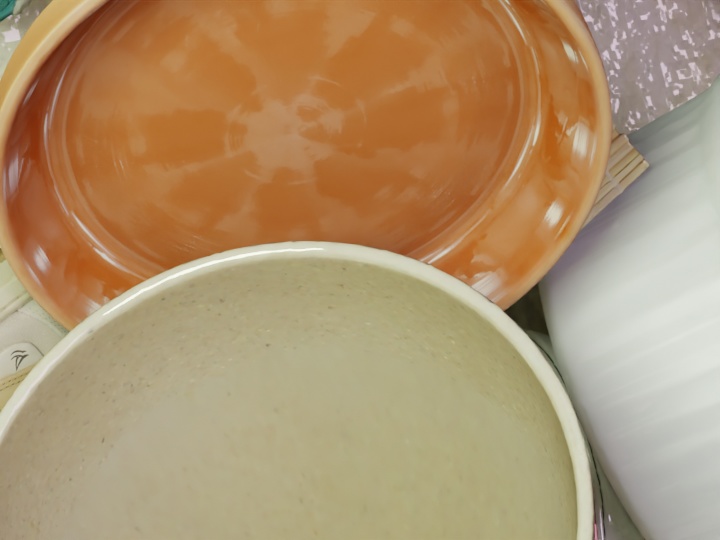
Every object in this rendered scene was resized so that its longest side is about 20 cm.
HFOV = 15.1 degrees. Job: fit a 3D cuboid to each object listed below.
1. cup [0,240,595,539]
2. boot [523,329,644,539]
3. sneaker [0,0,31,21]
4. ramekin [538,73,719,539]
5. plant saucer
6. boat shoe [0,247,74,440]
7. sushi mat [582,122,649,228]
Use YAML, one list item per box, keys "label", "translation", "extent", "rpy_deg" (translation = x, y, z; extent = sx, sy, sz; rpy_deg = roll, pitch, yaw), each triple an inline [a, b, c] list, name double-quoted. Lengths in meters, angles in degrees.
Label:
- label: "cup"
  translation: [-0.015, 0.112, 0.880]
  extent: [0.143, 0.200, 0.201]
  rpy_deg: [68, 41, -58]
- label: "boot"
  translation: [0.027, 0.122, 0.981]
  extent: [0.144, 0.072, 0.200]
  rpy_deg: [-1, 85, -32]
- label: "sneaker"
  translation: [-0.188, -0.147, 0.888]
  extent: [0.200, 0.080, 0.078]
  rpy_deg: [37, 42, -2]
- label: "ramekin"
  translation: [0.147, 0.028, 1.013]
  extent: [0.201, 0.098, 0.201]
  rpy_deg: [49, 27, -36]
- label: "plant saucer"
  translation: [-0.020, -0.041, 0.871]
  extent: [0.200, 0.200, 0.032]
  rpy_deg: [20, 36, -28]
- label: "boat shoe"
  translation: [-0.156, 0.070, 0.868]
  extent: [0.069, 0.074, 0.200]
  rpy_deg: [51, 58, -7]
- label: "sushi mat"
  translation: [0.000, 0.000, 0.947]
  extent: [0.200, 0.012, 0.096]
  rpy_deg: [-43, 113, 8]
